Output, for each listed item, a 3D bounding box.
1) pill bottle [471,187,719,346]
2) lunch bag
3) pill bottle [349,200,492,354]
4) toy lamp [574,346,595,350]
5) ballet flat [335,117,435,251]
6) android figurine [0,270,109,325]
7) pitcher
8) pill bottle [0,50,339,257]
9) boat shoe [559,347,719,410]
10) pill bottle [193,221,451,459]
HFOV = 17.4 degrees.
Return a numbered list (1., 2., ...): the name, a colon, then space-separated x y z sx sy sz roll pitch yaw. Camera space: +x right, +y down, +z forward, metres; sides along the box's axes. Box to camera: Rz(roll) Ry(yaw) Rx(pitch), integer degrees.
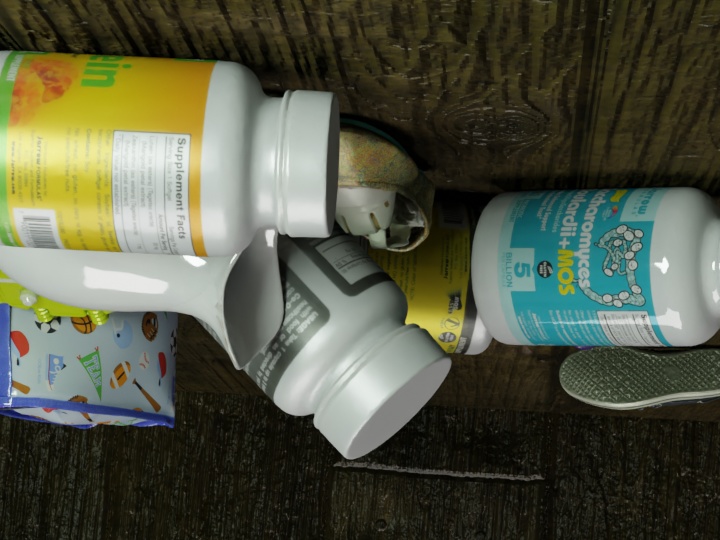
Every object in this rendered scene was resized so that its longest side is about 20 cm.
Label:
1. pill bottle: 0.186 -0.003 1.644 0.199 0.112 0.111 -1 171 27
2. lunch bag: -0.248 0.042 1.962 0.123 0.171 0.200 -5 171 27
3. pill bottle: 0.000 0.000 1.740 0.198 0.113 0.112 5 172 -6
4. toy lamp: 0.143 0.036 2.152 0.199 0.059 0.058 8 172 -44
5. ballet flat: 0.008 -0.050 1.552 0.070 0.071 0.200 2 172 15
6. android figurine: -0.240 -0.014 1.792 0.181 0.041 0.200 3 150 7
7. pitcher: -0.138 -0.049 1.465 0.199 0.173 0.121 21 -157 16
8. pill bottle: -0.114 -0.065 1.333 0.198 0.112 0.111 3 172 4
9. boat shoe: 0.320 0.119 2.595 0.198 0.075 0.062 -3 165 8
10. pill bottle: -0.041 0.022 1.556 0.200 0.114 0.114 46 -176 15
